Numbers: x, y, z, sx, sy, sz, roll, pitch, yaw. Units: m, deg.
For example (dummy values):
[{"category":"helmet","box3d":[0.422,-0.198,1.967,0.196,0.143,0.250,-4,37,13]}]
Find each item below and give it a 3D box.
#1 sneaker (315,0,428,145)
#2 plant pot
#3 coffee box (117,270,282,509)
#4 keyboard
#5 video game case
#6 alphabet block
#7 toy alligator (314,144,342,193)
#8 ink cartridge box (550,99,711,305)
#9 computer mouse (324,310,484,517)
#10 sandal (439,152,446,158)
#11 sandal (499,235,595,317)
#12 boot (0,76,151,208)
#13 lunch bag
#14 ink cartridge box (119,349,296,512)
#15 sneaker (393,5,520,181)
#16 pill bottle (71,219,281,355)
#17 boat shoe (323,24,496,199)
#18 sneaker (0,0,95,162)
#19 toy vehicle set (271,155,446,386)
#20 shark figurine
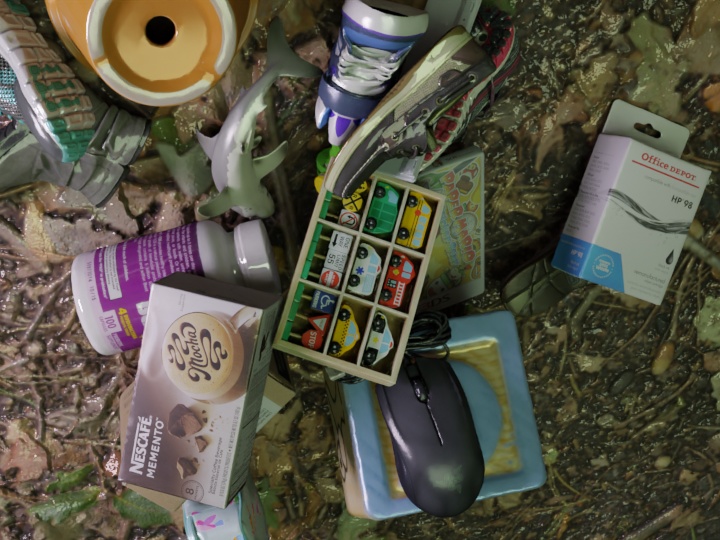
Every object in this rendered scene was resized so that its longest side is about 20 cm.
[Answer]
[{"category":"sneaker","box3d":[0.005,-0.182,1.076,0.080,0.200,0.147,13,104,-7]},{"category":"plant pot","box3d":[-0.180,-0.237,1.011,0.199,0.183,0.201,-6,121,-11]},{"category":"coffee box","box3d":[-0.154,0.114,1.103,0.113,0.080,0.201,14,100,7]},{"category":"keyboard","box3d":[0.063,-0.187,1.133,0.011,0.056,0.201,29,79,-58]},{"category":"video game case","box3d":[0.054,-0.024,1.246,0.181,0.023,0.200,-21,132,-17]},{"category":"alphabet block","box3d":[0.072,0.163,1.256,0.196,0.200,0.196,-8,81,-8]},{"category":"toy alligator","box3d":[-0.014,-0.068,1.231,0.059,0.054,0.200,-37,134,-22]},{"category":"ink cartridge box","box3d":[0.305,-0.076,1.261,0.115,0.067,0.201,17,96,-22]},{"category":"computer mouse","box3d":[0.061,0.148,1.128,0.138,0.053,0.201,-21,83,-11]},{"category":"sandal","box3d":[0.059,-0.118,1.219,0.075,0.048,0.200,-43,121,12]},{"category":"sandal","box3d":[0.247,-0.009,1.324,0.200,0.055,0.082,-28,109,-6]},{"category":"boot","box3d":[-0.305,-0.097,1.128,0.131,0.068,0.200,36,104,-26]},{"category":"lunch bag","box3d":[-0.152,0.294,1.316,0.077,0.200,0.161,-16,124,-2]},{"category":"ink cartridge box","box3d":[-0.171,0.136,1.241,0.200,0.165,0.075,-44,120,13]},{"category":"sneaker","box3d":[0.097,-0.169,1.161,0.200,0.081,0.075,-50,149,0]},{"category":"pill bottle","box3d":[-0.188,0.012,1.187,0.199,0.112,0.113,-15,122,1]},{"category":"boat shoe","box3d":[0.047,-0.138,1.079,0.066,0.072,0.201,42,101,5]},{"category":"sneaker","box3d":[-0.319,-0.170,1.044,0.091,0.200,0.078,-41,165,24]},{"category":"toy vehicle set","box3d":[0.000,0.000,1.125,0.124,0.027,0.201,18,74,-5]},{"category":"shark figurine","box3d":[-0.127,-0.141,1.148,0.128,0.089,0.215,-21,139,-42]}]
